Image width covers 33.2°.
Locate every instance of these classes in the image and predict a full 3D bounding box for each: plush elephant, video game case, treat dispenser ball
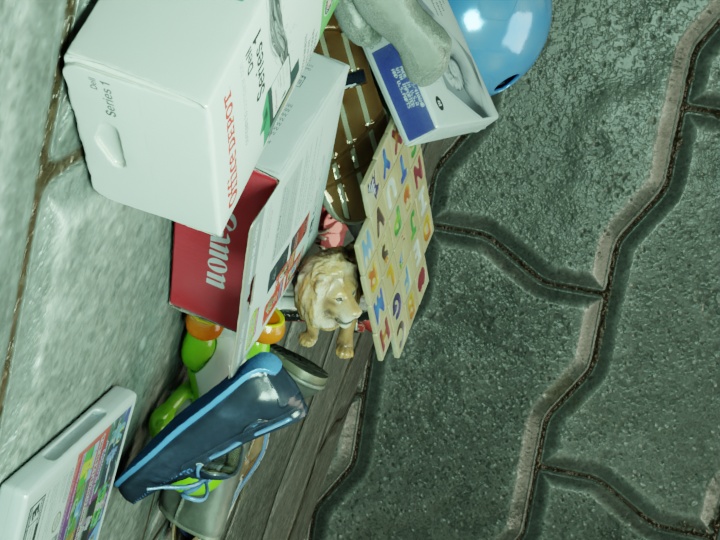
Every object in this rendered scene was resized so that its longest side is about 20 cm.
[{"bbox_3d":[0.014,-0.259,0.883,0.165,0.199,0.155,-57,-158,24],"label":"plush elephant"},{"bbox_3d":[-0.224,0.201,0.856,0.182,0.023,0.202,-51,160,-71],"label":"video game case"},{"bbox_3d":[0.112,-0.290,1.345,0.201,0.199,0.203,21,90,-84],"label":"treat dispenser ball"}]

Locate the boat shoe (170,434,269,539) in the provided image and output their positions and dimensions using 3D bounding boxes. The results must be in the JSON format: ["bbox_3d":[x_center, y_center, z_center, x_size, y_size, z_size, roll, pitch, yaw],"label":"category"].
[{"bbox_3d":[-0.152,0.217,1.305,0.072,0.072,0.202,-44,154,-73],"label":"boat shoe"}]

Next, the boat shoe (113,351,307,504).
[{"bbox_3d":[-0.125,0.147,0.982,0.200,0.069,0.084,-37,-170,35],"label":"boat shoe"}]

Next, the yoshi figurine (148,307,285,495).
[{"bbox_3d":[-0.131,0.122,1.078,0.112,0.112,0.201,-32,148,-53],"label":"yoshi figurine"}]

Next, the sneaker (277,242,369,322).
[{"bbox_3d":[-0.031,0.009,1.174,0.199,0.073,0.081,7,72,-45],"label":"sneaker"}]

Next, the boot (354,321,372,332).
[{"bbox_3d":[-0.052,0.032,1.237,0.200,0.143,0.073,-41,154,-73],"label":"boot"}]

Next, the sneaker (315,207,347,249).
[{"bbox_3d":[-0.053,-0.044,1.421,0.087,0.073,0.202,54,52,-67],"label":"sneaker"}]

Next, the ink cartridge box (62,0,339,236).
[{"bbox_3d":[-0.079,-0.142,0.691,0.146,0.084,0.201,97,15,-65],"label":"ink cartridge box"}]

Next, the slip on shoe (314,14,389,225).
[{"bbox_3d":[-0.021,-0.140,1.037,0.061,0.075,0.202,-170,-115,-76],"label":"slip on shoe"}]

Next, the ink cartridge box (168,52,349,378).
[{"bbox_3d":[-0.089,-0.046,0.923,0.201,0.083,0.176,104,10,-51],"label":"ink cartridge box"}]

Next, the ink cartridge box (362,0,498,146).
[{"bbox_3d":[0.054,-0.213,1.060,0.040,0.201,0.200,-24,180,27],"label":"ink cartridge box"}]

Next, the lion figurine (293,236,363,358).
[{"bbox_3d":[0.000,0.000,1.073,0.200,0.072,0.123,-52,157,-48],"label":"lion figurine"}]

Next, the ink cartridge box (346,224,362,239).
[{"bbox_3d":[-0.008,-0.065,1.267,0.047,0.161,0.200,-31,168,-7],"label":"ink cartridge box"}]

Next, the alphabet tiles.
[{"bbox_3d":[0.032,-0.028,1.041,0.201,0.006,0.167,78,26,-43],"label":"alphabet tiles"}]

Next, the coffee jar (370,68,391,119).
[{"bbox_3d":[-0.002,-0.184,1.147,0.086,0.103,0.201,93,19,-58],"label":"coffee jar"}]

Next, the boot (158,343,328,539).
[{"bbox_3d":[-0.120,0.165,1.172,0.181,0.072,0.202,16,-99,59],"label":"boot"}]
